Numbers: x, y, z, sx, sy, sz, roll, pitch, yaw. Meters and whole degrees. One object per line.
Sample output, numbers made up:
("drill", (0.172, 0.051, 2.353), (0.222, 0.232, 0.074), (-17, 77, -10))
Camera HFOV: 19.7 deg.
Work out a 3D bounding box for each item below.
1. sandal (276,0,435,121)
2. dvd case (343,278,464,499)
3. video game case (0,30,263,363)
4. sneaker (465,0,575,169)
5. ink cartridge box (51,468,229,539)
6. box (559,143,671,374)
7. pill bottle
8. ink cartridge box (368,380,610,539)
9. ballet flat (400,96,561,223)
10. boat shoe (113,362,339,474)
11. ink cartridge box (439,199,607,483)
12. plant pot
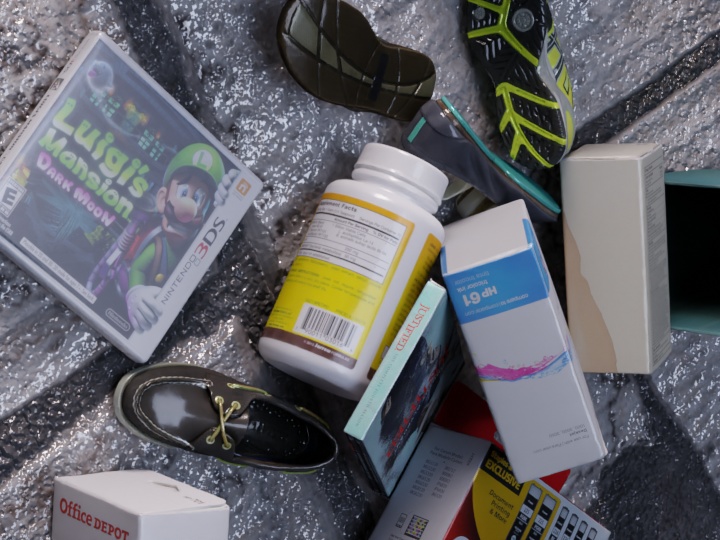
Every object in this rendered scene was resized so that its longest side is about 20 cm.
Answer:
("sandal", (-0.010, -0.177, 1.731), (0.200, 0.055, 0.082), (14, 94, -52))
("dvd case", (0.040, 0.105, 1.749), (0.146, 0.022, 0.200), (-60, 165, -15))
("video game case", (-0.190, -0.056, 1.627), (0.200, 0.023, 0.182), (43, 71, -33))
("sneaker", (0.144, -0.191, 1.841), (0.076, 0.075, 0.200), (-30, 113, -67))
("ink cartridge box", (-0.175, 0.267, 1.606), (0.086, 0.146, 0.200), (-2, 97, -35))
("box", (0.235, -0.012, 1.896), (0.095, 0.078, 0.200), (-26, 115, -66))
("pill bottle", (0.000, 0.000, 1.722), (0.109, 0.109, 0.200), (30, 79, -36))
("ink cartridge box", (0.125, 0.222, 1.850), (0.200, 0.084, 0.176), (38, 75, -41))
("ballet flat", (0.100, -0.082, 1.817), (0.200, 0.073, 0.073), (37, 74, -46))
("boat shoe", (-0.106, 0.121, 1.691), (0.201, 0.061, 0.072), (17, 86, -37))
("ink cartridge box", (0.136, 0.060, 1.762), (0.085, 0.145, 0.200), (-20, 106, 6))
("plant pot", (0.371, -0.030, 1.981), (0.200, 0.141, 0.142), (-14, 105, -42))
